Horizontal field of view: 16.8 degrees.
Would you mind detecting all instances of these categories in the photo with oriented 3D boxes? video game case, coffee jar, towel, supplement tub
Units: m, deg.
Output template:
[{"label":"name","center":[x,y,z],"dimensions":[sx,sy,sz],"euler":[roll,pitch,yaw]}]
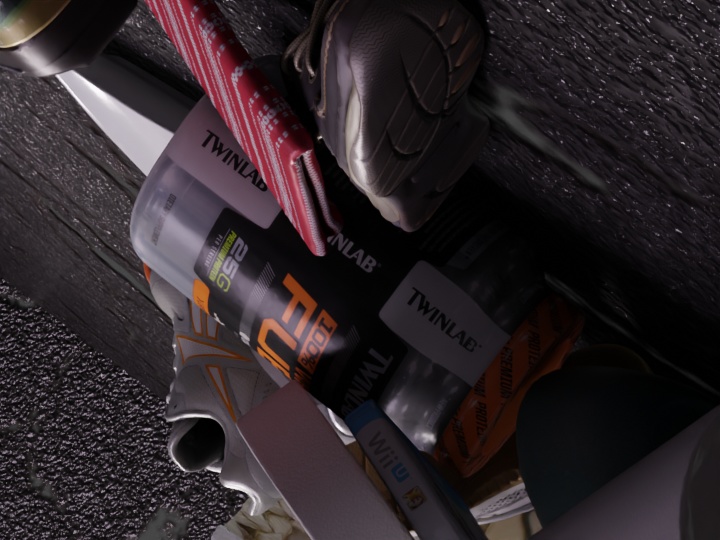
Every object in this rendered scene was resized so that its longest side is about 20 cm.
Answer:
[{"label":"video game case","center":[0.069,0.158,1.056],"dimensions":[0.200,0.018,0.143],"euler":[56,-177,30]},{"label":"coffee jar","center":[-0.200,-0.182,1.186],"dimensions":[0.200,0.085,0.104],"euler":[46,165,-33]},{"label":"towel","center":[-0.069,-0.108,1.031],"dimensions":[0.201,0.022,0.145],"euler":[56,175,15]},{"label":"supplement tub","center":[0.000,0.000,1.153],"dimensions":[0.200,0.123,0.123],"euler":[37,171,13]}]

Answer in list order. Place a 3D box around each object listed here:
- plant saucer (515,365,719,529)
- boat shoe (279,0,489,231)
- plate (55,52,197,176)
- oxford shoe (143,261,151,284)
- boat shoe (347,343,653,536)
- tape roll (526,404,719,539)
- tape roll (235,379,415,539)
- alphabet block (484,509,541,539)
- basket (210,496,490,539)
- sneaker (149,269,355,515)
[{"label":"plant saucer","center":[0.160,0.110,1.092],"dimensions":[0.200,0.039,0.202],"euler":[29,-147,-21]},{"label":"boat shoe","center":[0.001,-0.072,0.956],"dimensions":[0.073,0.075,0.200],"euler":[37,169,13]},{"label":"plate","center":[-0.092,-0.062,1.509],"dimensions":[0.199,0.032,0.200],"euler":[31,168,38]},{"label":"oxford shoe","center":[-0.046,0.032,1.527],"dimensions":[0.200,0.071,0.073],"euler":[40,-169,29]},{"label":"boat shoe","center":[0.065,0.098,1.233],"dimensions":[0.069,0.199,0.071],"euler":[38,-141,-58]},{"label":"tape roll","center":[0.157,0.158,0.916],"dimensions":[0.202,0.203,0.139],"euler":[40,136,-8]},{"label":"tape roll","center":[0.015,0.140,1.103],"dimensions":[0.203,0.037,0.203],"euler":[53,177,4]},{"label":"alphabet block","center":[0.160,0.224,1.280],"dimensions":[0.195,0.201,0.196],"euler":[31,176,46]},{"label":"basket","center":[0.020,0.175,1.400],"dimensions":[0.135,0.124,0.200],"euler":[34,173,26]},{"label":"sneaker","center":[-0.077,0.053,1.267],"dimensions":[0.076,0.092,0.200],"euler":[49,175,-35]}]
